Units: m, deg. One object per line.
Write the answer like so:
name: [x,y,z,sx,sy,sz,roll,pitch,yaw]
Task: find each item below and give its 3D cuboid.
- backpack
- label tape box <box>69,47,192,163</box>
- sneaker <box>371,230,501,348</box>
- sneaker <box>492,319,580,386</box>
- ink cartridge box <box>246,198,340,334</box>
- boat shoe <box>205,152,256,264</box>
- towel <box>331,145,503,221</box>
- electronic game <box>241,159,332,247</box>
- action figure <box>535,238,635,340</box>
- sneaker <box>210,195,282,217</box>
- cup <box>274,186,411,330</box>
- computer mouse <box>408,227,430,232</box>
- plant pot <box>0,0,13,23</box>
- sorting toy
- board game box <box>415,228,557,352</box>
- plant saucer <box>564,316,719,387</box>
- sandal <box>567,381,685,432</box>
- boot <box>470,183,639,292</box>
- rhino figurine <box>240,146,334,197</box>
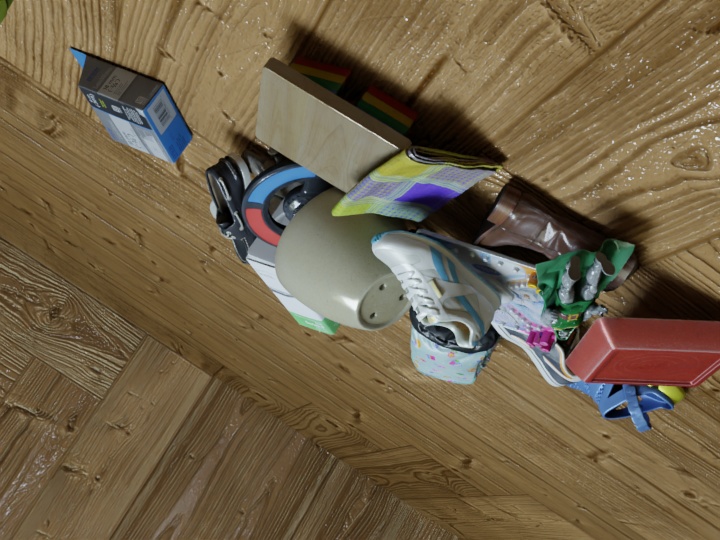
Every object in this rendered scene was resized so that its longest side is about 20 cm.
backpack: [0.147,0.101,1.664,0.166,0.127,0.200,24,162,12]
label tape box: [-0.386,-0.265,1.676,0.199,0.064,0.144,23,158,23]
sneaker: [0.093,0.021,1.336,0.199,0.081,0.076,36,157,-17]
sneaker: [0.267,0.087,1.522,0.200,0.079,0.079,45,146,-17]
ink cartridge box: [-0.079,-0.012,1.696,0.084,0.146,0.200,17,156,36]
boat shoe: [-0.201,-0.087,1.635,0.074,0.060,0.201,34,142,36]
towel: [0.067,-0.103,1.290,0.143,0.023,0.200,4,161,-32]
electronic game: [-0.072,-0.092,1.492,0.198,0.042,0.201,-4,144,-3]
action figure: [0.261,0.035,1.267,0.117,0.055,0.200,-7,154,-2]
sneaker: [-0.200,-0.090,1.771,0.199,0.081,0.077,9,152,49]
cup: [0.000,0.000,1.440,0.143,0.200,0.201,50,175,39]
computer mouse: [0.037,-0.045,1.598,0.199,0.044,0.110,19,158,32]
plant pot: [-0.471,-0.414,1.253,0.199,0.194,0.201,28,160,11]
sorting toy: [-0.029,-0.187,1.320,0.198,0.070,0.200,31,161,2]
board game box: [0.171,0.032,1.411,0.199,0.026,0.200,18,155,18]
plant saucer: [0.381,0.111,1.337,0.198,0.037,0.200,2,158,-1]
sandal: [0.384,0.186,1.571,0.199,0.087,0.079,12,155,48]
boot: [0.247,-0.019,1.332,0.199,0.065,0.187,26,162,1]
rhino figurine: [-0.116,-0.143,1.571,0.199,0.060,0.088,18,153,38]
